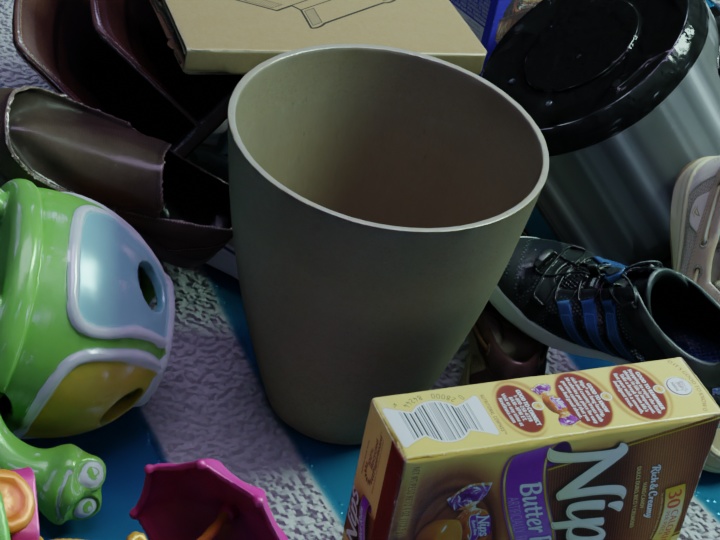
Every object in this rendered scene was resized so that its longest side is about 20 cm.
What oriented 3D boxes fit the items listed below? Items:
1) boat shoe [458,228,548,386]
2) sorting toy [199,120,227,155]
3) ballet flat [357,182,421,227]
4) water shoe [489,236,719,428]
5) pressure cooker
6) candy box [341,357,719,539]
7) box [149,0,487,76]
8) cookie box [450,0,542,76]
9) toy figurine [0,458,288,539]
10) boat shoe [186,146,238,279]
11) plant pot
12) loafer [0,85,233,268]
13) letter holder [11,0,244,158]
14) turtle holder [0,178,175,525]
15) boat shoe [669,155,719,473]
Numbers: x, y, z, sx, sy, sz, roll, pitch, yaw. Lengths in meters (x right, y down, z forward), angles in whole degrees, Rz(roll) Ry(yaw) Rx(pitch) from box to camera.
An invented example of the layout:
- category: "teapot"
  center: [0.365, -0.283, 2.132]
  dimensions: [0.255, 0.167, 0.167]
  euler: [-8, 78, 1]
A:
- category: "boat shoe"
  center: [0.099, 0.019, 1.186]
  dimensions: [0.071, 0.073, 0.201]
  euler: [12, 37, 0]
- category: "sorting toy"
  center: [-0.054, -0.129, 1.299]
  dimensions: [0.179, 0.108, 0.199]
  euler: [-27, 20, -29]
- category: "ballet flat"
  center: [-0.010, -0.109, 1.176]
  dimensions: [0.070, 0.071, 0.201]
  euler: [-23, 83, -37]
- category: "water shoe"
  center: [0.163, 0.017, 1.085]
  dimensions: [0.199, 0.079, 0.072]
  euler: [28, 54, 20]
- category: "pressure cooker"
  center: [0.195, -0.088, 1.251]
  dimensions: [0.176, 0.200, 0.178]
  euler: [-47, 34, -15]
- category: "candy box"
  center: [0.096, 0.119, 1.018]
  dimensions: [0.198, 0.118, 0.057]
  euler: [-7, 40, -23]
- category: "box"
  center: [-0.038, -0.173, 1.158]
  dimensions: [0.198, 0.021, 0.164]
  euler: [-2, 37, -22]
- category: "cookie box"
  center: [0.132, -0.182, 1.352]
  dimensions: [0.170, 0.201, 0.075]
  euler: [-18, 47, -32]
- category: "toy figurine"
  center: [-0.117, 0.167, 0.909]
  dimensions: [0.182, 0.150, 0.202]
  euler: [-1, 59, -32]
- category: "boat shoe"
  center: [-0.049, -0.020, 1.206]
  dimensions: [0.198, 0.062, 0.072]
  euler: [22, 38, 12]
- category: "plant pot"
  center: [0.000, 0.000, 1.077]
  dimensions: [0.185, 0.201, 0.188]
  euler: [8, 36, -6]
- category: "loafer"
  center: [-0.148, -0.066, 1.117]
  dimensions: [0.199, 0.071, 0.074]
  euler: [23, 60, -40]
- category: "letter holder"
  center: [-0.155, -0.176, 1.239]
  dimensions: [0.142, 0.100, 0.200]
  euler: [42, 16, -22]
- category: "turtle holder"
  center: [-0.176, 0.037, 1.036]
  dimensions: [0.131, 0.142, 0.186]
  euler: [16, 24, -23]
- category: "boat shoe"
  center: [0.231, 0.026, 1.127]
  dimensions: [0.071, 0.202, 0.065]
  euler: [4, -5, -18]
